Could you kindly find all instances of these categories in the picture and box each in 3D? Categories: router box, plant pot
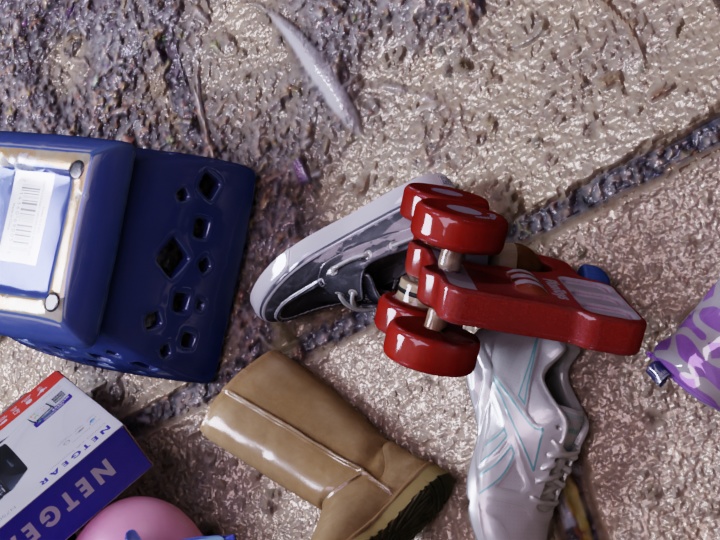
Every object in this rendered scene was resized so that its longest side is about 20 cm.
[{"bbox_3d":[-0.294,0.186,1.318,0.200,0.049,0.179,-41,27,-16],"label":"router box"},{"bbox_3d":[-0.233,-0.020,1.340,0.200,0.180,0.201,8,84,35],"label":"plant pot"}]

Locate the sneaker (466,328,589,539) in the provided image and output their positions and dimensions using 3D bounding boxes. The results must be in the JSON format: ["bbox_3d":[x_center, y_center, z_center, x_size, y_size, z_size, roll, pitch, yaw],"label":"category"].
[{"bbox_3d":[0.124,0.135,1.139,0.080,0.070,0.201,-9,74,29],"label":"sneaker"}]

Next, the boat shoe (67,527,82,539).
[{"bbox_3d":[-0.237,0.289,1.342,0.072,0.066,0.200,-21,69,28],"label":"boat shoe"}]

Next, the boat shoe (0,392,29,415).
[{"bbox_3d":[-0.354,0.193,1.436,0.200,0.072,0.072,-50,58,14],"label":"boat shoe"}]

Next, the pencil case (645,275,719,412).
[{"bbox_3d":[0.282,0.009,1.059,0.200,0.084,0.086,-52,34,11],"label":"pencil case"}]

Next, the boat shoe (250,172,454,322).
[{"bbox_3d":[0.000,0.000,1.253,0.200,0.072,0.068,-30,63,17],"label":"boat shoe"}]

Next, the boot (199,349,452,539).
[{"bbox_3d":[-0.052,0.167,1.218,0.200,0.066,0.175,31,53,32],"label":"boot"}]

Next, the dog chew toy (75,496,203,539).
[{"bbox_3d":[-0.215,0.274,1.257,0.200,0.125,0.124,-37,51,-27],"label":"dog chew toy"}]

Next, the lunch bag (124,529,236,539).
[{"bbox_3d":[-0.151,0.292,1.171,0.150,0.094,0.200,-10,61,-12],"label":"lunch bag"}]

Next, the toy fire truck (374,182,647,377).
[{"bbox_3d":[0.105,0.013,1.112,0.168,0.200,0.112,12,101,-6],"label":"toy fire truck"}]
